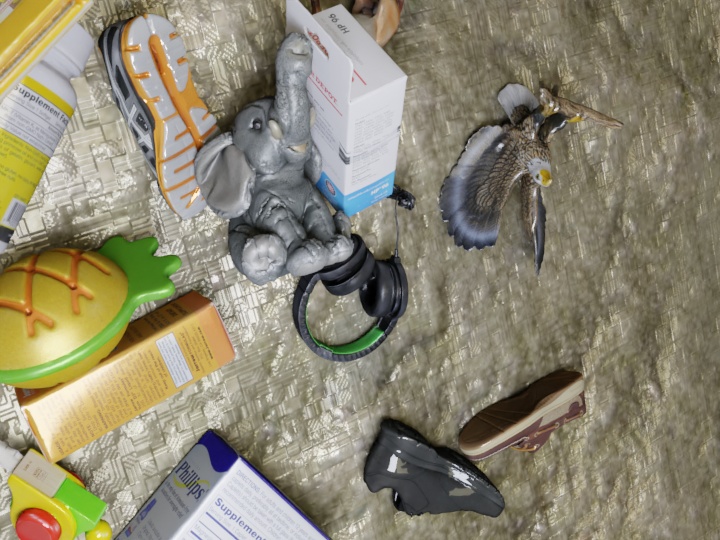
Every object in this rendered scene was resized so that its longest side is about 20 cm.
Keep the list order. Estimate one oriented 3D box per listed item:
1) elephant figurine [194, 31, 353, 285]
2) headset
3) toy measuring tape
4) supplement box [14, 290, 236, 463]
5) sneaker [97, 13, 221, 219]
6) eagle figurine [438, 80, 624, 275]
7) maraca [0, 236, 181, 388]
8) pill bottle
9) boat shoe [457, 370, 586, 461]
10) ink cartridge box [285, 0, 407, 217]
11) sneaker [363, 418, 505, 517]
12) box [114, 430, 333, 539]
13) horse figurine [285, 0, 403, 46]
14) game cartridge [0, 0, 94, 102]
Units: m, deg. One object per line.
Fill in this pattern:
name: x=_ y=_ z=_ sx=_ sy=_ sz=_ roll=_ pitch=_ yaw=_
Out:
elephant figurine: x=-0.084 y=-0.097 z=0.777 sx=0.152 sy=0.142 sz=0.204 roll=-15 pitch=96 yaw=8
headset: x=0.000 y=0.000 z=0.904 sx=0.122 sy=0.094 sz=0.202 roll=28 pitch=97 yaw=-31
toy measuring tape: x=-0.318 y=0.200 z=0.757 sx=0.199 sy=0.073 sz=0.074 roll=37 pitch=79 yaw=-9
supplement box: x=-0.223 y=0.097 z=0.784 sx=0.198 sy=0.066 sz=0.070 roll=-31 pitch=113 yaw=-22
sneaker: x=-0.189 y=-0.144 z=0.778 sx=0.078 sy=0.076 sz=0.204 roll=-38 pitch=131 yaw=-38
eagle figurine: x=0.192 y=-0.115 z=0.967 sx=0.150 sy=0.151 sz=0.203 roll=32 pitch=115 yaw=13
maraca: x=-0.254 y=0.030 z=0.730 sx=0.198 sy=0.136 sz=0.109 roll=-33 pitch=138 yaw=-27
pill bottle: x=-0.310 y=-0.128 z=0.689 sx=0.113 sy=0.114 sz=0.203 roll=28 pitch=82 yaw=-27
boat shoe: x=0.210 y=0.197 z=1.024 sx=0.197 sy=0.072 sz=0.073 roll=-25 pitch=105 yaw=-30
ink cartridge box: x=-0.017 y=-0.163 z=0.781 sx=0.067 sy=0.117 sz=0.202 roll=-27 pitch=151 yaw=-21
sneaker: x=0.085 y=0.253 z=0.970 sx=0.198 sy=0.076 sz=0.092 roll=32 pitch=91 yaw=-20
box: x=-0.142 y=0.306 z=0.828 sx=0.201 sy=0.104 sz=0.184 roll=-48 pitch=114 yaw=-14
horse figurine: x=-0.014 y=-0.269 z=0.863 sx=0.199 sy=0.049 sz=0.135 roll=-37 pitch=123 yaw=-26
game cartridge: x=-0.327 y=-0.196 z=0.636 sx=0.177 sy=0.199 sz=0.033 roll=-50 pitch=156 yaw=-9
